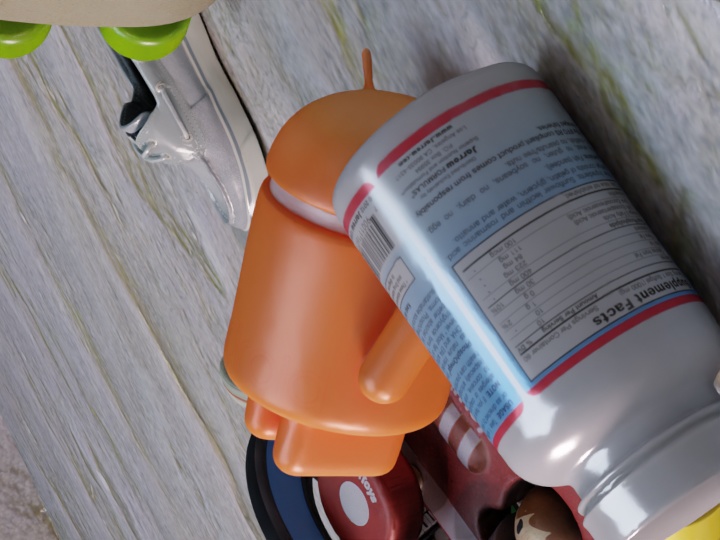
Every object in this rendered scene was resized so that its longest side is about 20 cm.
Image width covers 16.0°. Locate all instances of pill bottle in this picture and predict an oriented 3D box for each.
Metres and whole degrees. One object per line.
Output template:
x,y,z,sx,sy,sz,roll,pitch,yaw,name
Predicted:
0.083,0.019,1.085,0.200,0.109,0.109,56,165,16,pill bottle

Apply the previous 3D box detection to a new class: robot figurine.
0.001,0.001,1.232,0.144,0.116,0.201,-50,-25,-68,robot figurine

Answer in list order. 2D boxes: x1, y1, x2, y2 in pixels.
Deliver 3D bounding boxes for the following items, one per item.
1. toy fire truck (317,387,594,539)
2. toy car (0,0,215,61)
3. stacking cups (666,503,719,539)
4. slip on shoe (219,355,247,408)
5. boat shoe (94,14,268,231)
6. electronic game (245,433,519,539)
0.076,0.106,1.307,0.200,0.112,0.168,54,144,25,toy fire truck
-0.155,-0.239,1.423,0.164,0.157,0.201,124,144,-70,toy car
0.155,0.147,1.214,0.061,0.060,0.200,49,166,35,stacking cups
-0.031,0.088,1.671,0.200,0.074,0.061,31,151,53,slip on shoe
-0.120,-0.105,1.588,0.201,0.071,0.070,66,164,-20,boat shoe
0.023,0.144,1.417,0.042,0.200,0.200,-49,65,31,electronic game
